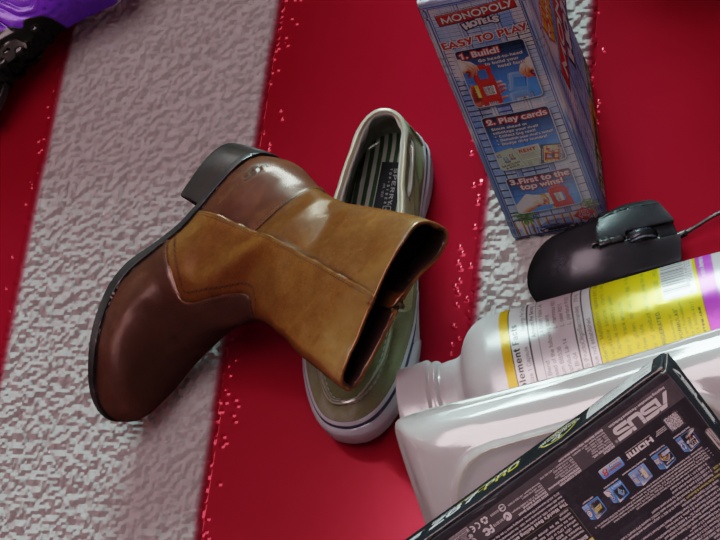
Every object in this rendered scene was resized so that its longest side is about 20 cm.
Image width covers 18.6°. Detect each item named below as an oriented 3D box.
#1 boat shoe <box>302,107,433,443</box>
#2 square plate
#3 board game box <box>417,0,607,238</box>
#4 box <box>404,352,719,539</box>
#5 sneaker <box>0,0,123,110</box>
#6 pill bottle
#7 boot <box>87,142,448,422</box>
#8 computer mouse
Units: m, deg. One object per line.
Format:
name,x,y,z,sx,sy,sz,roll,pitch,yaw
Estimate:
boat shoe,0.000,0.000,1.288,0.072,0.062,0.201,0,67,17
square plate,0.138,0.147,1.140,0.199,0.028,0.199,-16,96,11
board game box,0.083,-0.152,1.251,0.061,0.200,0.201,-11,64,14
box,0.122,0.164,1.106,0.200,0.049,0.161,-38,90,12
sneaker,-0.238,-0.146,1.432,0.199,0.070,0.100,-13,76,10
pill bottle,0.124,0.063,1.197,0.199,0.104,0.105,-16,63,11
boot,-0.055,0.031,1.248,0.189,0.068,0.200,-53,41,-8
computer mouse,0.188,-0.027,1.257,0.199,0.034,0.059,-24,61,5
